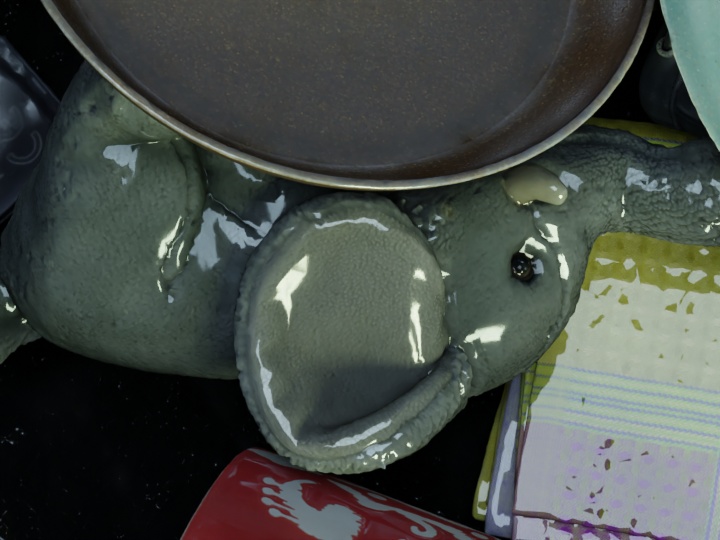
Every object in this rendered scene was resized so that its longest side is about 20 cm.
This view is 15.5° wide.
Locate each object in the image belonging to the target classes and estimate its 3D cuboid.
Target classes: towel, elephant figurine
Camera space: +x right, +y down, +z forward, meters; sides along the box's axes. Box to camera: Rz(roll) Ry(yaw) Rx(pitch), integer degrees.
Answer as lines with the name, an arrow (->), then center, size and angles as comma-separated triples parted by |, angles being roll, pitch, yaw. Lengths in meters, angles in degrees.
towel -> 0.143, 0.032, 0.859 | 0.199, 0.023, 0.145 | 8, 81, 3
elephant figurine -> 0.000, 0.000, 0.816 | 0.199, 0.155, 0.142 | 34, 44, 2

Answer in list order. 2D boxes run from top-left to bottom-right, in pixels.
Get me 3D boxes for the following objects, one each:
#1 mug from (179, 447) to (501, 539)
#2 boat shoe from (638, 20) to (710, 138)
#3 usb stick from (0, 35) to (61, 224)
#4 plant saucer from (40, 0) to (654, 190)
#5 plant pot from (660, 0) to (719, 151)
mug -> 0.038, 0.126, 0.783 | 0.199, 0.178, 0.134 | 23, 45, 11
boat shoe -> 0.141, -0.126, 0.861 | 0.066, 0.074, 0.201 | 8, 72, 33
usb stick -> -0.179, 0.004, 0.869 | 0.200, 0.033, 0.056 | -42, 105, -4
plant saucer -> -0.011, -0.105, 0.778 | 0.199, 0.032, 0.201 | 8, 60, -14
plant pot -> 0.198, -0.109, 0.769 | 0.134, 0.200, 0.202 | 0, 78, 46
